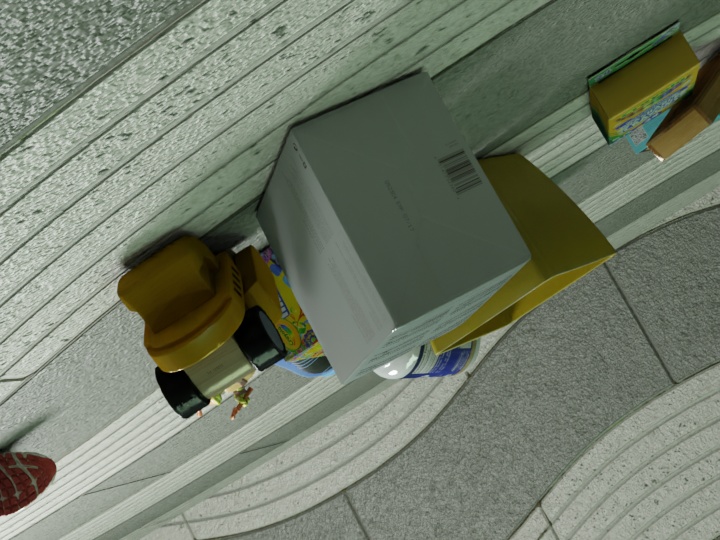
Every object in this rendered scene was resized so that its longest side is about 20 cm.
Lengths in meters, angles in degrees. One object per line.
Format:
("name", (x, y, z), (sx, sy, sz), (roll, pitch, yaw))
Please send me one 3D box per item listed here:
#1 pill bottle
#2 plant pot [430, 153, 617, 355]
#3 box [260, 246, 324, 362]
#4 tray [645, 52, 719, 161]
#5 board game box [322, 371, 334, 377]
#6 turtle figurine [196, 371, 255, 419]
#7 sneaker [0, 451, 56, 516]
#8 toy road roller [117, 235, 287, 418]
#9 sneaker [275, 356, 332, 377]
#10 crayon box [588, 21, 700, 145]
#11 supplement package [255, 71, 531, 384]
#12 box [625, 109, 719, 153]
("pill bottle", (0.070, 0.098, 1.779), (0.198, 0.121, 0.119), (2, 151, -40))
("plant pot", (0.167, -0.034, 1.531), (0.199, 0.178, 0.199), (-37, 168, 34))
("box", (0.000, 0.000, 1.389), (0.191, 0.123, 0.200), (-32, 169, 18))
("tray", (0.455, -0.232, 1.601), (0.200, 0.037, 0.099), (-49, -177, -38))
("board game box", (0.029, 0.087, 1.922), (0.199, 0.041, 0.153), (-38, -175, -25))
("turtle figurine", (-0.172, 0.149, 1.775), (0.161, 0.065, 0.200), (-38, 161, 0))
("sneaker", (-0.473, 0.284, 1.587), (0.198, 0.079, 0.082), (-24, 176, 24))
("toy road roller", (-0.159, 0.027, 1.169), (0.122, 0.147, 0.201), (-31, -153, 6))
("sneaker", (-0.077, 0.095, 1.657), (0.077, 0.071, 0.199), (-31, 153, 30))
("crayon box", (0.344, -0.222, 1.478), (0.125, 0.052, 0.200), (-32, 169, 8))
("supplement package", (0.022, -0.032, 1.100), (0.146, 0.193, 0.200), (-24, 169, -20))
("box", (0.469, -0.225, 1.810), (0.082, 0.050, 0.199), (-38, 167, 36))
